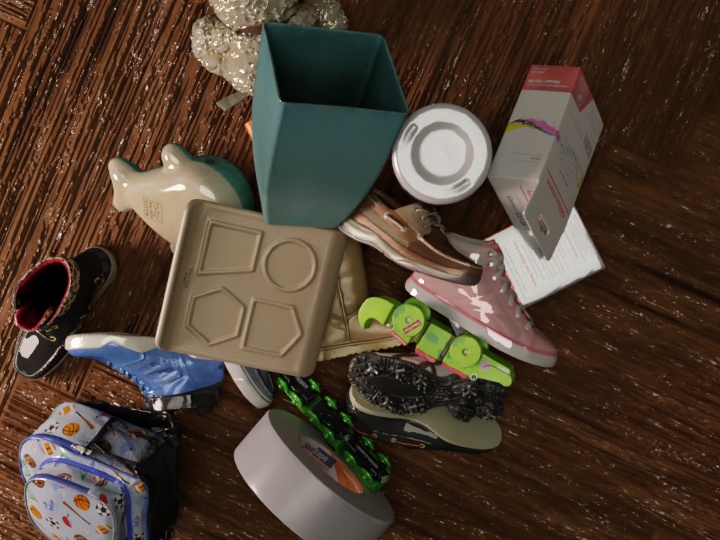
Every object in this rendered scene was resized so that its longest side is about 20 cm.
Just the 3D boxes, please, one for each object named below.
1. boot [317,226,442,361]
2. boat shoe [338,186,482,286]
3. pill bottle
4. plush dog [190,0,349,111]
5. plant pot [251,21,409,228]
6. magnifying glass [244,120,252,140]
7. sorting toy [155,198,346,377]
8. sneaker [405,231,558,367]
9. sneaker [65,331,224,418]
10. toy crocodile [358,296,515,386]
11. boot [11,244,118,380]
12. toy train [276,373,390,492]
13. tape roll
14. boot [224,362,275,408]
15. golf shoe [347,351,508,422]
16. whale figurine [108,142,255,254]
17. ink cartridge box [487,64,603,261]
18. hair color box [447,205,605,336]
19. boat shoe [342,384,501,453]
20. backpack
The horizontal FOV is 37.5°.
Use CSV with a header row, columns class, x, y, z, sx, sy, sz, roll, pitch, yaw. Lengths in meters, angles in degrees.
class,x,y,z,sx,sy,sz,roll,pitch,yaw
boot,0.000,0.000,1.313,0.175,0.066,0.201,-12,94,-2
boat shoe,0.059,-0.043,1.212,0.200,0.076,0.072,29,99,33
pill bottle,0.092,-0.131,1.241,0.111,0.200,0.111,0,93,2
plush dog,-0.120,-0.296,1.248,0.199,0.161,0.172,-8,132,6
plant pot,-0.053,-0.151,1.197,0.141,0.142,0.200,2,137,-18
magnifying glass,-0.094,-0.101,1.351,0.079,0.022,0.200,-26,92,4
sorting toy,-0.130,0.022,1.265,0.199,0.036,0.186,12,99,-16
sneaker,0.160,0.027,1.243,0.200,0.075,0.105,32,100,8
sneaker,-0.273,0.137,1.334,0.199,0.077,0.112,6,88,-14
toy crocodile,0.092,0.084,1.250,0.200,0.068,0.062,29,101,6
boot,-0.388,0.056,1.314,0.073,0.151,0.200,38,95,2
toy train,-0.034,0.194,1.312,0.042,0.056,0.200,-36,63,-20
tape roll,-0.055,0.256,1.270,0.200,0.200,0.066,40,95,2
boot,-0.133,0.073,1.317,0.090,0.073,0.200,-24,109,5
golf shoe,0.080,0.129,1.303,0.199,0.095,0.078,14,120,-10
whale figurine,-0.221,-0.094,1.330,0.200,0.104,0.159,17,127,25
ink cartridge box,0.211,-0.125,1.235,0.067,0.117,0.200,10,65,32
hair color box,0.188,-0.003,1.309,0.200,0.061,0.102,-26,90,5
boat shoe,0.077,0.188,1.328,0.201,0.074,0.063,16,136,-5
backpack,-0.328,0.260,1.307,0.190,0.154,0.200,25,126,20
